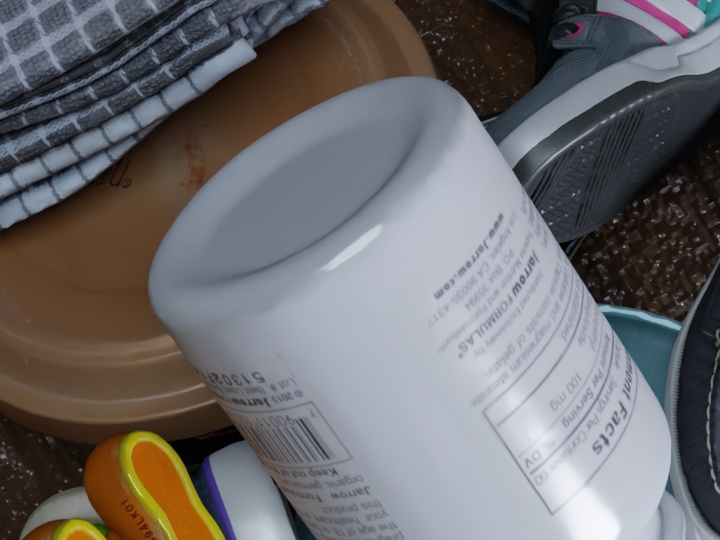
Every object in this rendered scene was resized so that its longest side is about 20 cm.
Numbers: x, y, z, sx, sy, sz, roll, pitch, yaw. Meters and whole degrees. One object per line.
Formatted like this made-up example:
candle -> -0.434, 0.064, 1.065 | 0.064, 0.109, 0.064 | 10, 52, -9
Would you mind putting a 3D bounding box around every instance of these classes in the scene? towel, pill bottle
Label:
towel -> -0.124, -0.110, 0.954 | 0.200, 0.086, 0.166 | -32, 59, 12
pill bottle -> 0.032, 0.050, 0.879 | 0.114, 0.114, 0.200 | -37, 114, -6

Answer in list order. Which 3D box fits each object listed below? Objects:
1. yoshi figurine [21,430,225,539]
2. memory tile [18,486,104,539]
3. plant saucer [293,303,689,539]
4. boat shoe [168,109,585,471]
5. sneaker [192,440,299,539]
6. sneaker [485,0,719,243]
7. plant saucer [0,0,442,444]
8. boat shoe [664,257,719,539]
yoshi figurine -> -0.144, 0.114, 0.876 | 0.200, 0.112, 0.112 | -34, 51, 30
memory tile -> -0.150, 0.161, 0.955 | 0.199, 0.017, 0.154 | -14, 102, 0
plant saucer -> 0.074, 0.112, 0.976 | 0.199, 0.036, 0.201 | -1, 77, 3
boat shoe -> 0.002, 0.002, 0.994 | 0.201, 0.063, 0.074 | -31, 74, -6
sneaker -> -0.078, 0.163, 0.910 | 0.146, 0.081, 0.201 | -11, 105, -4
sneaker -> 0.071, -0.091, 0.970 | 0.121, 0.084, 0.200 | 40, 41, 16
plant saucer -> -0.067, -0.034, 0.978 | 0.199, 0.032, 0.201 | -11, 54, 15
boat shoe -> 0.157, 0.004, 0.957 | 0.074, 0.060, 0.200 | 24, 62, 1
